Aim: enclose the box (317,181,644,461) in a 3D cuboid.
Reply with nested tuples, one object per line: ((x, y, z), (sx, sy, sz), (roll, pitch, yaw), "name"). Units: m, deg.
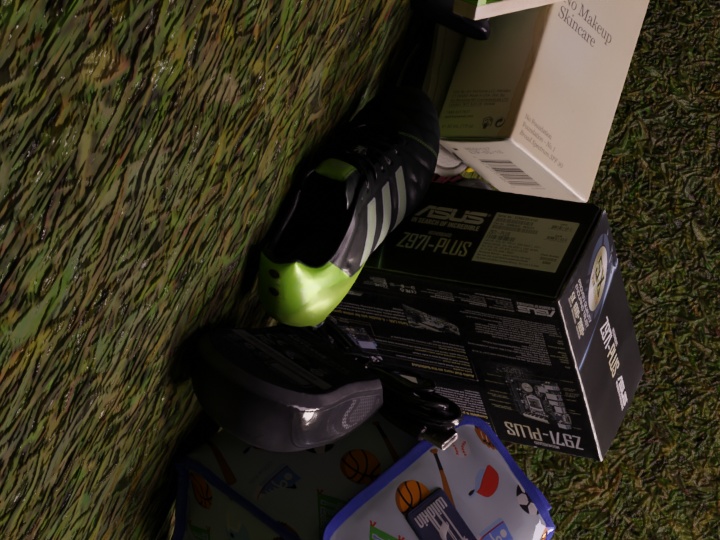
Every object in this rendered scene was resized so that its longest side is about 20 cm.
((0.074, 0.029, 1.261), (0.086, 0.199, 0.164), (-59, 144, -34), "box")

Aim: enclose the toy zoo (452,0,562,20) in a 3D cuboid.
((0.118, -0.264, 1.169), (0.131, 0.020, 0.201), (-19, 125, -45), "toy zoo")

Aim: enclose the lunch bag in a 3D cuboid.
((0.003, 0.159, 1.206), (0.170, 0.200, 0.124), (-36, 147, -36), "lunch bag")

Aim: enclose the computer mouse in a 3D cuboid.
((-0.035, 0.076, 1.123), (0.200, 0.138, 0.053), (2, 118, -61), "computer mouse")

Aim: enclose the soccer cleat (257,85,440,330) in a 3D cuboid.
((-0.003, -0.052, 1.173), (0.200, 0.067, 0.081), (-59, 160, -31), "soccer cleat")

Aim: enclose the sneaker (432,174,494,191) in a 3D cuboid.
((0.058, -0.049, 1.381), (0.079, 0.096, 0.200), (-23, 173, -6), "sneaker")

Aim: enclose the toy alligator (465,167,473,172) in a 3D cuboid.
((0.075, -0.111, 1.442), (0.054, 0.060, 0.200), (-22, 174, -1), "toy alligator")

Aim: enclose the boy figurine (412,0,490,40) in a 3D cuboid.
((0.104, -0.257, 1.238), (0.124, 0.064, 0.201), (68, 47, -79), "boy figurine")

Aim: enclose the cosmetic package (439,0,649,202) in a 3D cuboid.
((0.134, -0.159, 1.308), (0.103, 0.073, 0.201), (32, 71, -43), "cosmetic package")

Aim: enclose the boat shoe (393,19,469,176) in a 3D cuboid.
((0.064, -0.161, 1.337), (0.067, 0.072, 0.201), (-1, -115, 56), "boat shoe")
